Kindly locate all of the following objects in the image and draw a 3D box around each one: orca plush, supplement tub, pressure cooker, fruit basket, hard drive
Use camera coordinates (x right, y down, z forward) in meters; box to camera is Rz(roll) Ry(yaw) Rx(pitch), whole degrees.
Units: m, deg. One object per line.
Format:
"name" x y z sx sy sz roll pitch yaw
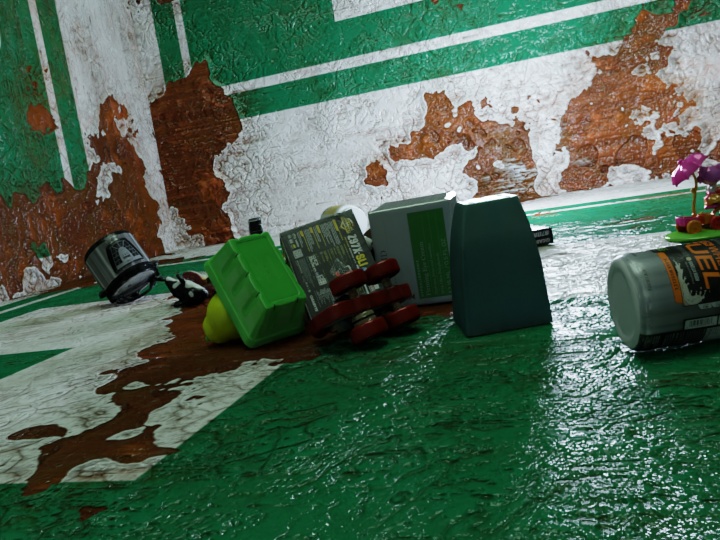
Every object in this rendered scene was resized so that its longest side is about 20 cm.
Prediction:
"orca plush" -0.492 0.061 1.960 0.197 0.106 0.072 23 64 29
"supplement tub" 0.425 0.026 0.917 0.195 0.125 0.123 -10 8 1
"supplement tub" -0.068 -0.190 2.936 0.143 0.149 0.199 -13 9 -25
"pressure cooker" -0.729 0.000 2.249 0.175 0.201 0.178 -40 -10 13
"fruit basket" -0.214 0.059 1.382 0.153 0.221 0.214 -15 10 -37
"hard drive" -0.252 -0.031 1.849 0.037 0.205 0.140 -10 9 -7

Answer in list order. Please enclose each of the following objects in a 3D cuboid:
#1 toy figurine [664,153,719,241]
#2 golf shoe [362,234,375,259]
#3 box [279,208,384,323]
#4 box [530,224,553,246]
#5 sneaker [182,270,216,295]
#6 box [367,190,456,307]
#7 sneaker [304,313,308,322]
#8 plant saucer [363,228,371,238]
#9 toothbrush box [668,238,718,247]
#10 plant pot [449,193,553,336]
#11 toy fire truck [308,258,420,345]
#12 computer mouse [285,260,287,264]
"toy figurine" 0.788 -0.175 1.660 0.195 0.188 0.150 -9 8 -1
"golf shoe" 0.000 0.000 1.538 0.092 0.202 0.079 10 55 17
"box" -0.054 -0.005 1.408 0.157 0.203 0.050 -19 -24 -12
"box" 0.402 -0.084 1.987 0.196 0.047 0.159 -12 8 -12
"sneaker" -0.426 0.040 2.065 0.196 0.080 0.082 6 10 29
"box" 0.123 -0.046 1.498 0.167 0.204 0.200 -8 8 14
"sneaker" -0.146 0.079 1.478 0.196 0.074 0.072 -6 -15 32
"plant saucer" 0.088 -0.032 1.669 0.196 0.202 0.037 -8 48 12
"toothbrush box" 0.585 -0.005 1.074 0.195 0.087 0.146 -11 7 -2
"plant pot" 0.216 -0.017 1.186 0.138 0.205 0.141 -9 8 0
"toy fire truck" -0.005 0.073 1.253 0.198 0.114 0.167 -16 -14 -42
"computer mouse" -0.076 0.028 1.480 0.197 0.047 0.140 24 -28 -23
